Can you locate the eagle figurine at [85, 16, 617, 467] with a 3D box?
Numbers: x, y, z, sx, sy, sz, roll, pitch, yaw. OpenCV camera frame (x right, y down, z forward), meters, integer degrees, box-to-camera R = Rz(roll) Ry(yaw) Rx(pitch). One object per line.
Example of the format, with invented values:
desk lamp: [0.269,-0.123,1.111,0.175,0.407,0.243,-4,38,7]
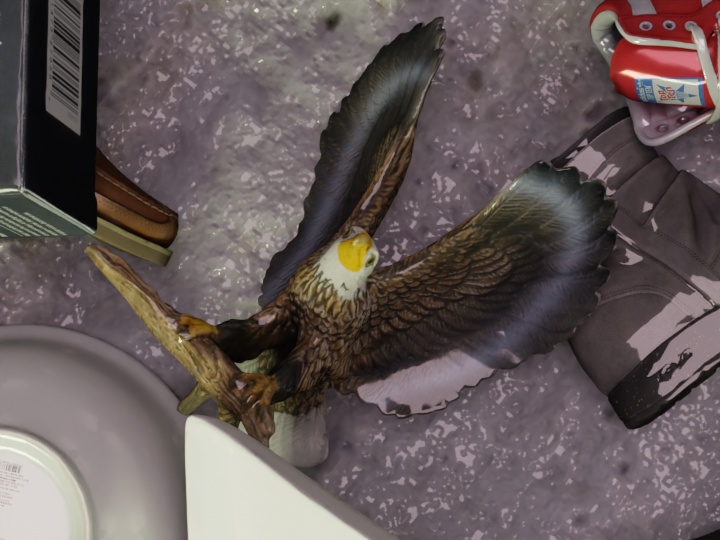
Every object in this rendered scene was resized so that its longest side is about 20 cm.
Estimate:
eagle figurine: [0.003,-0.001,1.045,0.200,0.151,0.152,-37,112,-21]

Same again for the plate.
plate: [0.001,0.178,0.983,0.199,0.201,0.032,29,43,35]

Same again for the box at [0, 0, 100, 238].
box: [-0.224,-0.093,1.006,0.198,0.107,0.150,-1,81,11]

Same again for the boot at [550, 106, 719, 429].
boot: [0.164,-0.031,1.079,0.200,0.070,0.132,-36,78,-9]

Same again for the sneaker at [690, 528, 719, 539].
sneaker: [0.221,0.099,1.068,0.198,0.076,0.116,-4,79,-11]

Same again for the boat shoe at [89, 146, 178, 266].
boat shoe: [-0.165,-0.076,1.079,0.199,0.072,0.068,32,87,3]

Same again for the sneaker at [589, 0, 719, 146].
sneaker: [0.190,-0.091,1.029,0.112,0.072,0.200,-32,41,-19]

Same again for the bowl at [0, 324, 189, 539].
bowl: [-0.167,0.123,1.052,0.199,0.090,0.203,0,85,0]
